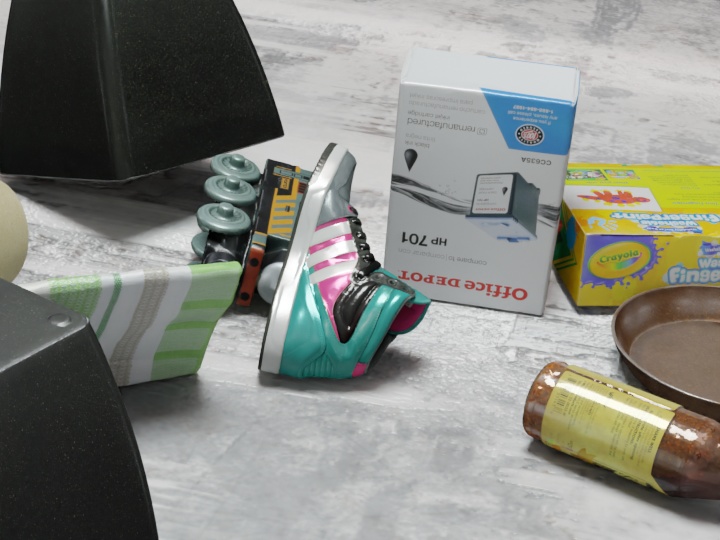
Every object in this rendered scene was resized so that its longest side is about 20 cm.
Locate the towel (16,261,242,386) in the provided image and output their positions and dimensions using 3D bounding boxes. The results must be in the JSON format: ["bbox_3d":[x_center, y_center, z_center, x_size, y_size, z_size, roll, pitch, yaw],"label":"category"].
[{"bbox_3d":[-0.193,0.050,1.122,0.199,0.149,0.031,-7,62,-26],"label":"towel"}]

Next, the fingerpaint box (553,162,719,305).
[{"bbox_3d":[0.272,-0.033,1.421,0.199,0.074,0.167,0,25,-9],"label":"fingerpaint box"}]

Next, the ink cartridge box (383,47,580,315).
[{"bbox_3d":[0.100,-0.075,1.335,0.146,0.201,0.086,8,29,6],"label":"ink cartridge box"}]

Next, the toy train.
[{"bbox_3d":[-0.086,-0.035,1.363,0.113,0.086,0.200,13,27,-6],"label":"toy train"}]

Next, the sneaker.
[{"bbox_3d":[0.000,0.000,1.244,0.120,0.084,0.201,15,67,-1],"label":"sneaker"}]

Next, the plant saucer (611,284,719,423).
[{"bbox_3d":[0.299,0.072,1.270,0.199,0.035,0.201,4,28,-2],"label":"plant saucer"}]

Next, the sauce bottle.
[{"bbox_3d":[0.214,0.125,1.119,0.199,0.066,0.066,22,32,29],"label":"sauce bottle"}]

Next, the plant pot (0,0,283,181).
[{"bbox_3d":[-0.216,-0.193,1.461,0.199,0.178,0.199,8,21,44],"label":"plant pot"}]

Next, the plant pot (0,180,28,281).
[{"bbox_3d":[-0.357,-0.020,1.205,0.187,0.188,0.200,23,17,31],"label":"plant pot"}]

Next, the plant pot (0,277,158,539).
[{"bbox_3d":[-0.253,0.107,0.950,0.199,0.178,0.200,22,31,28],"label":"plant pot"}]
